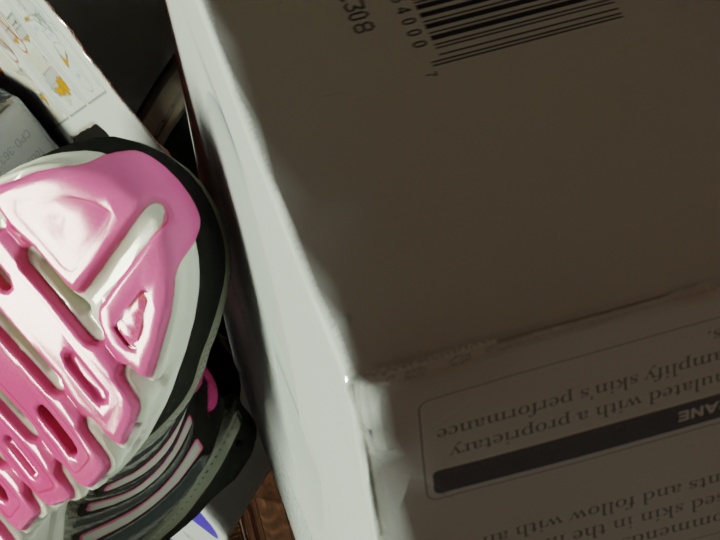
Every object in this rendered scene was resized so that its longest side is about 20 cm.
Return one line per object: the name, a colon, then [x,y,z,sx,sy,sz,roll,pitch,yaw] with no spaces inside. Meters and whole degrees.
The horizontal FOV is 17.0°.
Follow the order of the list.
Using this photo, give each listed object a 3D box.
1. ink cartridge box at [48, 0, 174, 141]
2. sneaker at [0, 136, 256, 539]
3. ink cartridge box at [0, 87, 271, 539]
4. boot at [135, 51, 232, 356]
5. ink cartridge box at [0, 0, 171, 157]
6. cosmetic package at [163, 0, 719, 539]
ink cartridge box: [-0.076,-0.116,0.870,0.129,0.124,0.201,114,157,-50]
sneaker: [-0.065,0.025,0.605,0.074,0.087,0.200,46,143,15]
ink cartridge box: [-0.105,0.006,0.769,0.198,0.043,0.200,28,156,54]
boot: [0.000,0.000,0.741,0.150,0.073,0.200,32,153,8]
ink cartridge box: [-0.097,-0.105,0.621,0.200,0.050,0.162,51,169,-8]
cosmetic package: [0.036,0.007,0.546,0.201,0.122,0.200,84,168,-46]
